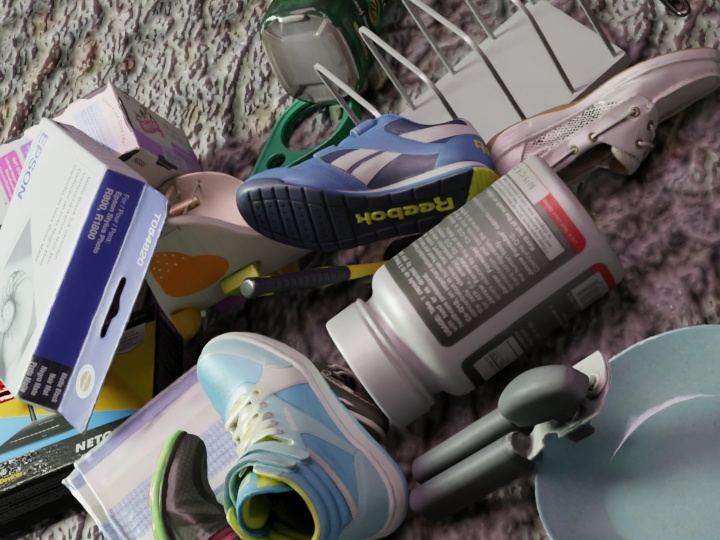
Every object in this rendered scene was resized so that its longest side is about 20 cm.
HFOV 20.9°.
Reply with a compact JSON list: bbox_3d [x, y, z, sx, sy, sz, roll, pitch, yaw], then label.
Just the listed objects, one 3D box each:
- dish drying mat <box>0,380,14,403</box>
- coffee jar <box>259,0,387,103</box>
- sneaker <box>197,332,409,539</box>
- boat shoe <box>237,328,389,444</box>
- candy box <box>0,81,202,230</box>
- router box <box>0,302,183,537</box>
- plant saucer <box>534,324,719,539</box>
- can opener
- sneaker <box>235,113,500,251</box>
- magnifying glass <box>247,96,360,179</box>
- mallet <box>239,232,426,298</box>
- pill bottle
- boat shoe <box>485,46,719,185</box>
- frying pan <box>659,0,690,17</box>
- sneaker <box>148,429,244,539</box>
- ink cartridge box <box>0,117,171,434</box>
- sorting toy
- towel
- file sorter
[{"bbox_3d":[-0.253,0.042,1.658,0.077,0.018,0.200,-19,25,24],"label":"dish drying mat"},{"bbox_3d":[-0.021,-0.248,1.744,0.085,0.104,0.200,-6,42,23],"label":"coffee jar"},{"bbox_3d":[-0.069,0.121,1.372,0.200,0.131,0.080,40,119,24],"label":"sneaker"},{"bbox_3d":[-0.046,0.082,1.491,0.200,0.067,0.057,12,65,47],"label":"boat shoe"},{"bbox_3d":[-0.254,-0.067,1.701,0.200,0.168,0.072,-29,72,10],"label":"candy box"},{"bbox_3d":[-0.242,0.127,1.603,0.200,0.051,0.149,-23,39,16],"label":"router box"},{"bbox_3d":[0.212,0.127,1.279,0.201,0.039,0.201,-20,43,20],"label":"plant saucer"},{"bbox_3d":[0.095,0.108,1.317,0.200,0.066,0.053,-41,30,43],"label":"can opener"},{"bbox_3d":[0.005,-0.070,1.480,0.200,0.074,0.082,-6,51,1],"label":"sneaker"},{"bbox_3d":[-0.078,-0.087,1.710,0.200,0.022,0.080,-49,41,-11],"label":"magnifying glass"},{"bbox_3d":[0.000,0.000,1.459,0.066,0.200,0.041,-9,90,42],"label":"mallet"},{"bbox_3d":[0.081,0.018,1.420,0.200,0.114,0.114,-36,40,2],"label":"pill bottle"},{"bbox_3d":[0.195,-0.103,1.496,0.200,0.071,0.069,-27,67,2],"label":"boat shoe"},{"bbox_3d":[0.216,-0.264,1.658,0.115,0.031,0.190,-20,40,22],"label":"frying pan"},{"bbox_3d":[-0.096,0.206,1.378,0.084,0.077,0.200,-18,69,1],"label":"sneaker"},{"bbox_3d":[-0.235,0.000,1.528,0.200,0.041,0.200,34,105,54],"label":"ink cartridge box"},{"bbox_3d":[-0.078,-0.031,1.587,0.180,0.107,0.200,-19,13,5],"label":"sorting toy"},{"bbox_3d":[-0.117,0.175,1.451,0.147,0.024,0.200,-40,58,-4],"label":"towel"},{"bbox_3d":[0.087,-0.169,1.586,0.200,0.125,0.139,-41,40,-4],"label":"file sorter"}]
